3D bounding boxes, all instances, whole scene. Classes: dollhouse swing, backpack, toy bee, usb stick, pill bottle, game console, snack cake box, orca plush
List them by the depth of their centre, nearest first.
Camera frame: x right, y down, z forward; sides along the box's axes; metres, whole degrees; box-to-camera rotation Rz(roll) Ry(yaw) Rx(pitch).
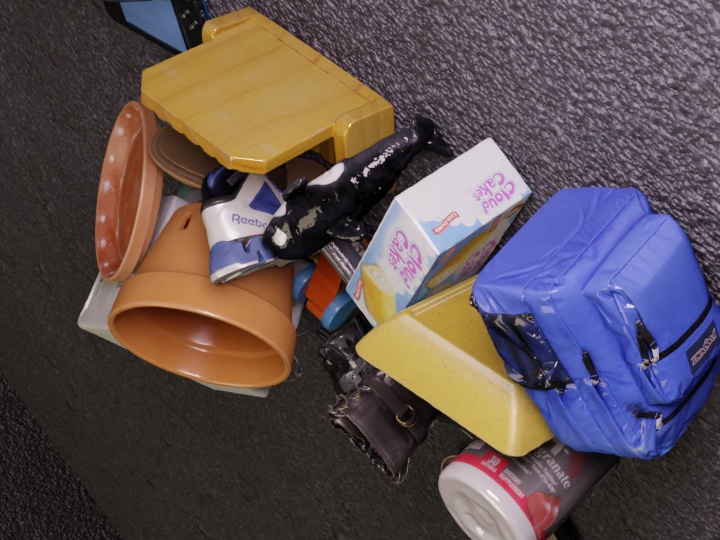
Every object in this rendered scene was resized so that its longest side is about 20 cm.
[{"bbox_3d":[0.209,0.057,1.343,0.167,0.162,0.201,9,133,52],"label":"backpack"},{"bbox_3d":[0.069,-0.025,1.508,0.067,0.115,0.200,53,155,13],"label":"snack cake box"},{"bbox_3d":[0.175,0.164,1.513,0.111,0.200,0.111,38,154,22],"label":"pill bottle"},{"bbox_3d":[0.000,-0.057,1.521,0.071,0.199,0.105,65,-172,24],"label":"orca plush"},{"bbox_3d":[-0.096,-0.129,1.591,0.200,0.176,0.182,37,153,26],"label":"dollhouse swing"},{"bbox_3d":[0.000,0.000,1.613,0.033,0.055,0.200,-38,88,23],"label":"usb stick"},{"bbox_3d":[-0.263,-0.279,1.735,0.200,0.118,0.171,32,151,36],"label":"game console"},{"bbox_3d":[-0.032,0.018,1.817,0.200,0.109,0.131,-36,87,42],"label":"toy bee"}]

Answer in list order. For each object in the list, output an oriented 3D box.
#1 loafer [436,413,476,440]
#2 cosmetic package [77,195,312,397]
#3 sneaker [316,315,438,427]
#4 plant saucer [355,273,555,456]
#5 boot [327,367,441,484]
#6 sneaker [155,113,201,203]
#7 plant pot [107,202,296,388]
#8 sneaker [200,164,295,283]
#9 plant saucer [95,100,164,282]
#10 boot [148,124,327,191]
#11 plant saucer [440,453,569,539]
[{"bbox_3d":[0.087,0.136,1.791,0.201,0.070,0.068,47,157,7],"label":"loafer"},{"bbox_3d":[-0.190,0.031,1.915,0.199,0.168,0.166,28,167,-24],"label":"cosmetic package"},{"bbox_3d":[0.014,0.120,1.887,0.200,0.075,0.114,17,143,56],"label":"sneaker"},{"bbox_3d":[0.131,0.065,1.478,0.200,0.199,0.049,32,131,34],"label":"plant saucer"},{"bbox_3d":[0.030,0.098,1.704,0.200,0.174,0.069,53,157,-7],"label":"boot"},{"bbox_3d":[-0.191,-0.150,1.853,0.118,0.074,0.200,44,148,-1],"label":"sneaker"},{"bbox_3d":[-0.152,0.021,1.744,0.199,0.141,0.200,13,156,6],"label":"plant pot"},{"bbox_3d":[-0.094,-0.061,1.646,0.080,0.199,0.116,-20,87,32],"label":"sneaker"},{"bbox_3d":[-0.254,-0.086,1.824,0.200,0.032,0.201,-173,90,-68],"label":"plant saucer"},{"bbox_3d":[-0.135,-0.088,1.772,0.199,0.077,0.155,8,159,-9],"label":"boot"},{"bbox_3d":[0.175,0.284,1.906,0.200,0.032,0.201,39,154,23],"label":"plant saucer"}]
